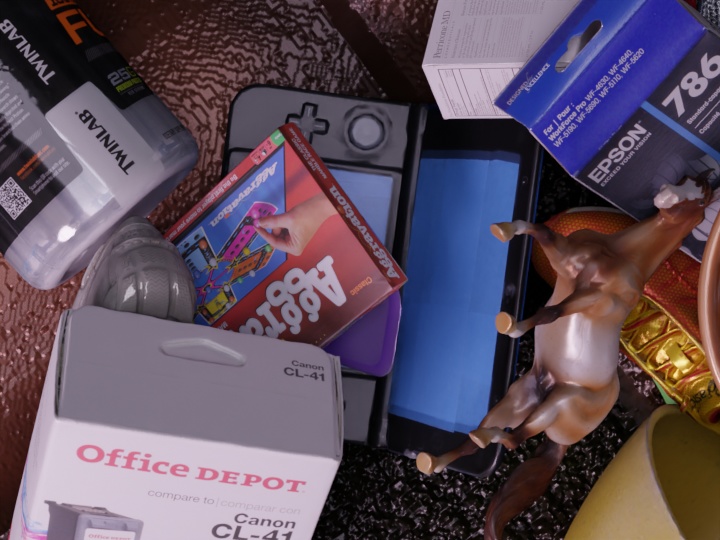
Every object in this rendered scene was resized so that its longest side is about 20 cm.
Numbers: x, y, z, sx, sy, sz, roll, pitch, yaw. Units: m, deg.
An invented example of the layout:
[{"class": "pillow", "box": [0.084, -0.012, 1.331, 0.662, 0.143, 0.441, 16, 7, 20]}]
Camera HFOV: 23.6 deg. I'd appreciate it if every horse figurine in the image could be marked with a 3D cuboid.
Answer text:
[{"class": "horse figurine", "box": [0.098, 0.041, 0.852, 0.050, 0.132, 0.200, 33, 120, 37]}]

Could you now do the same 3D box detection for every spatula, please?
[{"class": "spatula", "box": [-0.065, 0.012, 0.956, 0.200, 0.021, 0.057, 12, 95, 25]}]

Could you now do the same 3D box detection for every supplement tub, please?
[{"class": "supplement tub", "box": [-0.194, -0.099, 0.942, 0.122, 0.123, 0.200, -42, 91, -1]}]

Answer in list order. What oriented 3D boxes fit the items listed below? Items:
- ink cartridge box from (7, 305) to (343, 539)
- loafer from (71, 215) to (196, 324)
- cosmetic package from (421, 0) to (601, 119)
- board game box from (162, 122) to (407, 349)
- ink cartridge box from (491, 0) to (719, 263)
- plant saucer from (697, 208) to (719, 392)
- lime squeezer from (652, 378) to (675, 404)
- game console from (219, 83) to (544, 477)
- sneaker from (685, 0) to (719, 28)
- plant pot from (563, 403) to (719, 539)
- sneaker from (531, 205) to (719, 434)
[{"class": "ink cartridge box", "box": [-0.104, 0.128, 0.900, 0.147, 0.086, 0.200, 9, 130, -12]}, {"class": "loafer", "box": [-0.135, 0.060, 0.945, 0.070, 0.070, 0.200, 6, 129, -25]}, {"class": "cosmetic package", "box": [0.095, -0.173, 0.926, 0.082, 0.051, 0.200, 3, 58, 20]}, {"class": "board game box", "box": [-0.072, 0.019, 0.937, 0.200, 0.019, 0.103, -40, 85, 34]}, {"class": "ink cartridge box", "box": [0.169, -0.066, 0.867, 0.200, 0.039, 0.099, 29, 111, -32]}, {"class": "plant saucer", "box": [0.264, 0.013, 0.859, 0.200, 0.037, 0.201, 0, 93, -4]}, {"class": "lime squeezer", "box": [0.156, -0.006, 0.968, 0.071, 0.038, 0.200, 21, 123, 37]}, {"class": "game console", "box": [0.000, 0.000, 0.947, 0.170, 0.118, 0.201, 7, 89, -2]}, {"class": "sneaker", "box": [0.195, -0.098, 0.956, 0.075, 0.081, 0.200, -20, 93, -42]}, {"class": "plant pot", "box": [0.175, 0.193, 0.930, 0.200, 0.200, 0.142, 46, 115, -1]}, {"class": "sneaker", "box": [0.178, 0.035, 0.930, 0.200, 0.077, 0.073, 35, 119, -5]}]
